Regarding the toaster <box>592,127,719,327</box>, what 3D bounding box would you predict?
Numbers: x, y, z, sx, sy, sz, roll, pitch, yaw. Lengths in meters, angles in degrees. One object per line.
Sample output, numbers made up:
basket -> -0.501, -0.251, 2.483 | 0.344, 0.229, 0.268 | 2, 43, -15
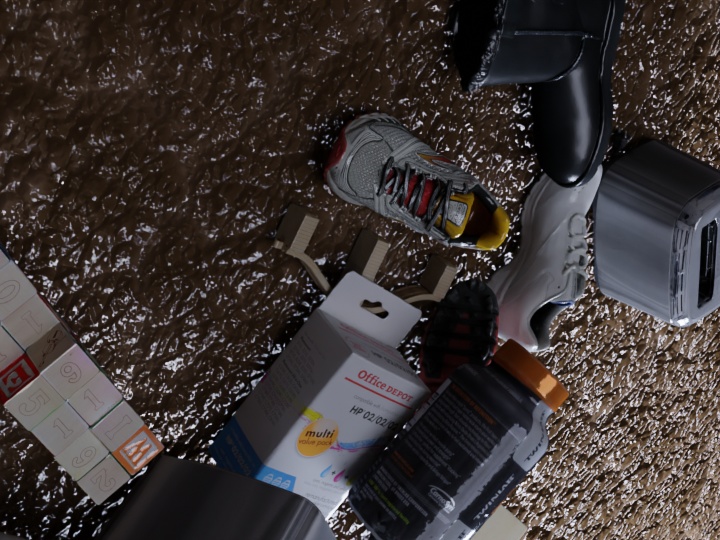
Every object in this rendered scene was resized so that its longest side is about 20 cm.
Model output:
toaster -> 0.314, -0.041, 1.034 | 0.113, 0.129, 0.203 | -27, 128, -25

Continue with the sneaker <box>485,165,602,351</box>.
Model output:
sneaker -> 0.189, -0.013, 0.979 | 0.074, 0.087, 0.203 | 13, 104, -40

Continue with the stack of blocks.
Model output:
stack of blocks -> -0.219, 0.049, 0.665 | 0.058, 0.115, 0.201 | -39, 132, -14

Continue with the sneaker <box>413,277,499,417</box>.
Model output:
sneaker -> 0.092, 0.109, 0.980 | 0.098, 0.070, 0.204 | 22, 78, -78

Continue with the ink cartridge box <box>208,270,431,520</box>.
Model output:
ink cartridge box -> -0.022, 0.113, 0.873 | 0.115, 0.068, 0.201 | 29, 103, -44

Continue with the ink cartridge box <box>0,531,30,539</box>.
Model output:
ink cartridge box -> -0.224, 0.284, 0.752 | 0.202, 0.143, 0.084 | 72, 33, -42

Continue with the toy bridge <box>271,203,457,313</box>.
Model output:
toy bridge -> 0.000, 0.000, 0.875 | 0.198, 0.027, 0.068 | 17, 104, -43

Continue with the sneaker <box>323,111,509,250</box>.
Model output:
sneaker -> 0.053, -0.070, 0.841 | 0.198, 0.082, 0.079 | 17, 103, -42

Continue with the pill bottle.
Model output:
pill bottle -> 0.089, 0.155, 0.873 | 0.200, 0.106, 0.106 | -48, 134, -1

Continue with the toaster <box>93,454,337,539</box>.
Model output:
toaster -> -0.109, 0.251, 0.808 | 0.119, 0.178, 0.202 | -58, 140, -35

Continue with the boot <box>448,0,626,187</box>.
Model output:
boot -> 0.147, -0.169, 0.868 | 0.161, 0.073, 0.202 | -6, 110, -39

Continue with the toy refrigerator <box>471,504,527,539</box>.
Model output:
toy refrigerator -> 0.081, 0.322, 1.093 | 0.201, 0.070, 0.076 | -52, 128, -4

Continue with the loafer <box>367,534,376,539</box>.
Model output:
loafer -> 0.039, 0.288, 1.037 | 0.201, 0.068, 0.070 | -49, 145, -2
